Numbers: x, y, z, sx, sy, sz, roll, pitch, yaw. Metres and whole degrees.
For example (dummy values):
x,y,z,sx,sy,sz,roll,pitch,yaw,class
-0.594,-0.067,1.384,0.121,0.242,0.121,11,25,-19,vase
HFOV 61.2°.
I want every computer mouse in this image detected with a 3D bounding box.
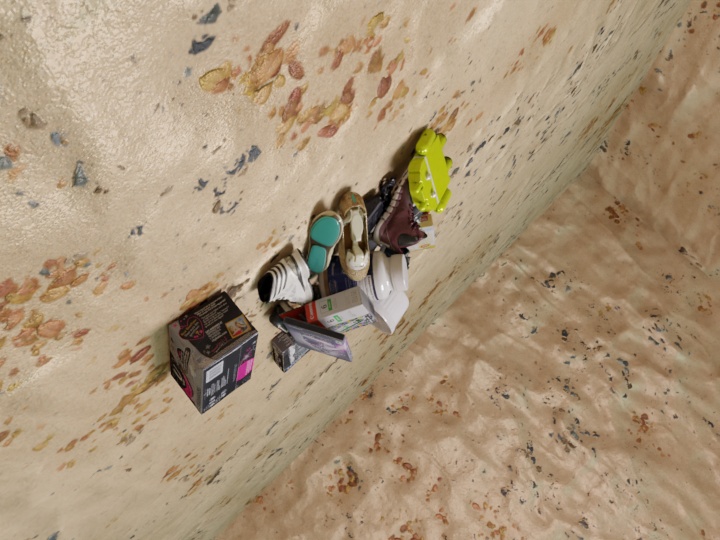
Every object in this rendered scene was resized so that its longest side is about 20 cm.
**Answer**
x,y,z,sx,sy,sz,roll,pitch,yaw,class
0.007,-0.119,1.379,0.201,0.052,0.139,-52,166,-27,computer mouse

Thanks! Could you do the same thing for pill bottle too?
x,y,z,sx,sy,sz,roll,pitch,yaw,class
0.008,0.014,1.404,0.195,0.114,0.111,-7,169,11,pill bottle

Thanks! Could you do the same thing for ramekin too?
x,y,z,sx,sy,sz,roll,pitch,yaw,class
0.038,0.069,1.643,0.098,0.199,0.201,-49,165,-14,ramekin

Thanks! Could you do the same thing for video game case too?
x,y,z,sx,sy,sz,roll,pitch,yaw,class
-0.092,0.161,1.394,0.201,0.140,0.019,79,29,-67,video game case

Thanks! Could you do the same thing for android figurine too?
x,y,z,sx,sy,sz,roll,pitch,yaw,class
0.158,-0.216,1.362,0.201,0.040,0.185,-58,139,-42,android figurine

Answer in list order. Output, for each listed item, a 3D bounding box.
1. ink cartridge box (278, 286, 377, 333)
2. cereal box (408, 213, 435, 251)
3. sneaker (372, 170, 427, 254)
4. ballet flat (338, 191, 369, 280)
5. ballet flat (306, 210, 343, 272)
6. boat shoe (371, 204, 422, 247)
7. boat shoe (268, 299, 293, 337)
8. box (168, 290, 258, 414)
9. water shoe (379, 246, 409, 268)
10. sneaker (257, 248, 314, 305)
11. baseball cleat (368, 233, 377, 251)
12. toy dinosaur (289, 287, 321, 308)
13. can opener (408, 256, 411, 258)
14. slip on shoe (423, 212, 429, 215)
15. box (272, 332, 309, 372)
x,y,z,sx,sy,sz,roll,pitch,yaw,class
-0.072,0.107,1.366,0.196,0.051,0.109,-20,150,12,ink cartridge box
0.127,-0.093,1.626,0.140,0.041,0.200,-9,164,6,cereal box
0.119,-0.130,1.399,0.203,0.114,0.075,-61,166,12,sneaker
-0.013,-0.060,1.276,0.069,0.066,0.204,-12,116,-8,ballet flat
-0.076,-0.073,1.276,0.201,0.066,0.063,118,-5,-52,ballet flat
0.112,-0.125,1.483,0.198,0.061,0.076,-29,-174,28,boat shoe
-0.166,0.131,1.481,0.060,0.074,0.200,-44,161,-4,boat shoe
-0.287,0.160,1.171,0.131,0.115,0.202,-33,159,-32,box
0.082,-0.013,1.524,0.077,0.072,0.202,-15,-146,18,water shoe
-0.165,0.035,1.293,0.114,0.076,0.202,-29,156,-14,sneaker
0.000,0.000,1.521,0.200,0.106,0.070,-46,161,-14,baseball cleat
-0.091,0.077,1.519,0.077,0.103,0.200,-38,180,16,toy dinosaur
0.098,-0.048,1.798,0.199,0.052,0.069,-12,111,-63,can opener
0.143,-0.161,1.581,0.061,0.074,0.200,-38,167,-13,slip on shoe
-0.151,0.174,1.663,0.199,0.050,0.159,-39,162,-23,box
